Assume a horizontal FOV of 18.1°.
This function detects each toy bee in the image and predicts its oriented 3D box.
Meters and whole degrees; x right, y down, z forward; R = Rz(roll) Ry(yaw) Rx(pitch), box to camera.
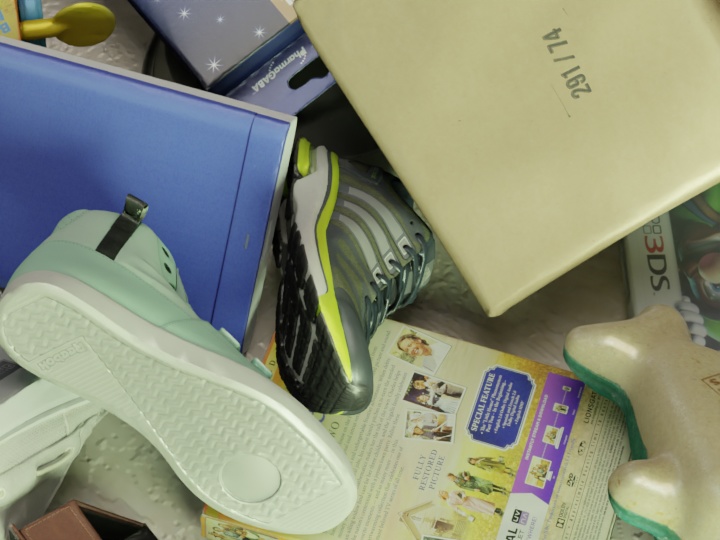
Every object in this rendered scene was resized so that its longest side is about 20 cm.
[{"bbox_3d":[-0.214,-0.149,1.241,0.131,0.109,0.200,-28,84,-11],"label":"toy bee"}]

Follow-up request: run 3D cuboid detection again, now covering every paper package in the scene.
[{"bbox_3d":[0.097,-0.110,1.179,0.190,0.103,0.200,-31,97,16],"label":"paper package"}]

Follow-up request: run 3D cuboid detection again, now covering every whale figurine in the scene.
[{"bbox_3d":[0.179,0.103,1.124,0.159,0.104,0.200,-16,48,-35],"label":"whale figurine"}]

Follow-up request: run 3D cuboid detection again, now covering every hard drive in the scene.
[{"bbox_3d":[-0.143,-0.043,1.201,0.199,0.132,0.025,16,20,8],"label":"hard drive"}]

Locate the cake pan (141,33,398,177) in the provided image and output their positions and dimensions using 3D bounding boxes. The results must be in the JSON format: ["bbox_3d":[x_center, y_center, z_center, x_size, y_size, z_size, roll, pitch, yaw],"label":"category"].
[{"bbox_3d":[-0.028,-0.120,1.313,0.200,0.037,0.201,1,54,-2],"label":"cake pan"}]

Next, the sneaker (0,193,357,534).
[{"bbox_3d":[-0.078,0.041,1.121,0.200,0.074,0.118,36,27,-11],"label":"sneaker"}]

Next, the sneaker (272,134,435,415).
[{"bbox_3d":[0.000,0.000,1.168,0.081,0.074,0.200,7,38,-9],"label":"sneaker"}]

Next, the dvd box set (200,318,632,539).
[{"bbox_3d":[0.035,0.100,1.159,0.199,0.029,0.147,15,54,7],"label":"dvd box set"}]

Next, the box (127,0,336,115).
[{"bbox_3d":[-0.077,-0.181,1.268,0.121,0.032,0.200,-39,76,-6],"label":"box"}]

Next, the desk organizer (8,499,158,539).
[{"bbox_3d":[-0.079,0.190,1.064,0.077,0.072,0.200,-29,61,-25],"label":"desk organizer"}]

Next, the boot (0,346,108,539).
[{"bbox_3d":[-0.174,0.089,1.133,0.073,0.096,0.200,15,20,25],"label":"boot"}]

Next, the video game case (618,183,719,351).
[{"bbox_3d":[0.243,-0.020,1.263,0.199,0.023,0.182,0,54,-4],"label":"video game case"}]
